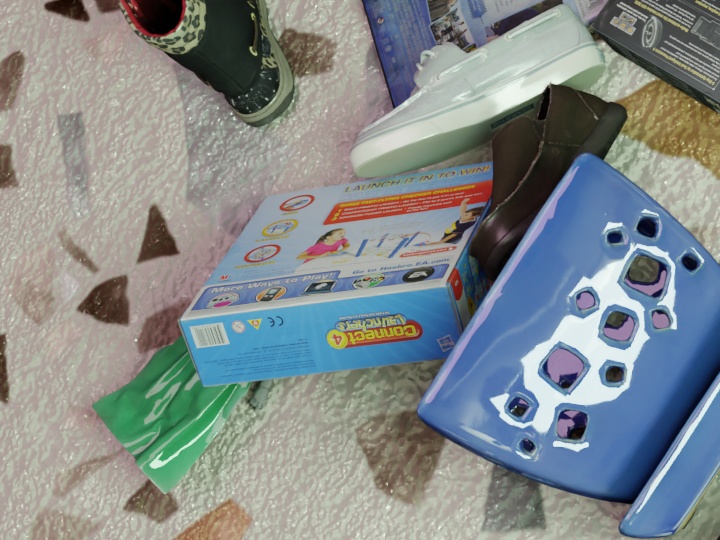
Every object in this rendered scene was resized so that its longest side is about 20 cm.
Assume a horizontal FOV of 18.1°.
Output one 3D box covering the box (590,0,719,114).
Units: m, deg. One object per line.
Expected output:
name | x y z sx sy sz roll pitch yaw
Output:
box | 0.284 -0.186 1.586 0.200 0.044 0.160 36 91 37

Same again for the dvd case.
dvd case | 0.098 -0.209 1.728 0.200 0.018 0.143 -28 57 20

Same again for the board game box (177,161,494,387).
board game box | 0.000 0.000 1.592 0.200 0.056 0.196 -7 25 22

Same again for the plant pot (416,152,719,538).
plant pot | 0.167 0.061 1.450 0.180 0.200 0.200 33 89 10

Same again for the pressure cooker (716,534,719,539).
pressure cooker | 0.315 0.219 1.316 0.176 0.179 0.200 -56 50 25

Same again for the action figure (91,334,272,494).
action figure | -0.100 0.069 1.711 0.200 0.055 0.118 -45 52 -1

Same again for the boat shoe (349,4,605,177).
boat shoe | 0.077 -0.133 1.650 0.201 0.070 0.072 -25 75 -3

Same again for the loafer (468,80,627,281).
loafer | 0.116 -0.063 1.557 0.071 0.200 0.073 32 131 7

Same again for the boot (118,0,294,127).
boot | -0.138 -0.219 1.795 0.073 0.154 0.204 -37 55 13
